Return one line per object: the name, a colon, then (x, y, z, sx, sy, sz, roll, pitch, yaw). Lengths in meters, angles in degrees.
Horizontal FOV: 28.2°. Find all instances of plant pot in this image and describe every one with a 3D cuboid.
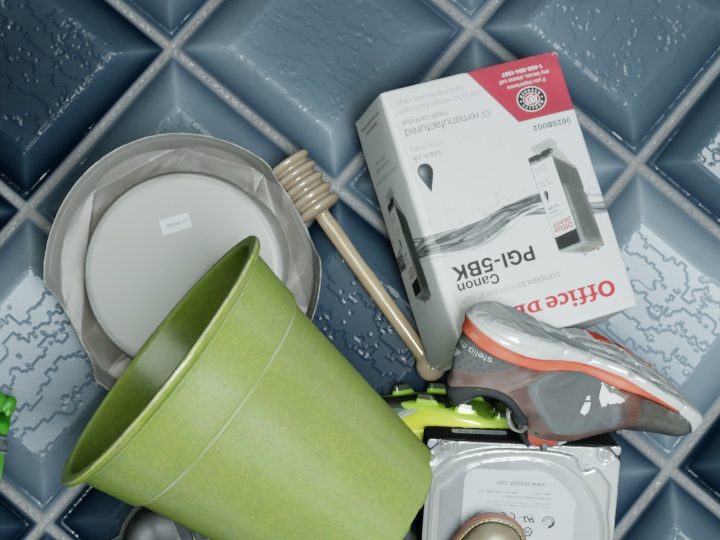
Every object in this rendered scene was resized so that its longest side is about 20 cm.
plant pot: (-0.059, 0.113, 0.941, 0.190, 0.200, 0.200, 39, 82, -11)

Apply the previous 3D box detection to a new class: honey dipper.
honey dipper: (0.000, 0.000, 1.080, 0.038, 0.038, 0.200, -34, 87, -7)

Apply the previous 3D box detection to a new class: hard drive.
hard drive: (0.108, 0.213, 1.026, 0.140, 0.038, 0.200, 3, 102, -3)

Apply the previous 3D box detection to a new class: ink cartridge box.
ink cartridge box: (0.099, -0.042, 1.056, 0.147, 0.083, 0.200, -16, 84, -15)

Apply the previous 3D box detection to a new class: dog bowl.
dog bowl: (-0.127, 0.001, 1.051, 0.200, 0.059, 0.200, 0, 89, 0)

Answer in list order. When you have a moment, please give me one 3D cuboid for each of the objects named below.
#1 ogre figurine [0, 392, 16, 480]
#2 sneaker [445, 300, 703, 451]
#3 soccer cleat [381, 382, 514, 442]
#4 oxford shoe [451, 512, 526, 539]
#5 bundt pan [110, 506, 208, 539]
ogre figurine: (-0.338, 0.158, 1.007, 0.200, 0.098, 0.120, -8, 87, -48)
sneaker: (0.142, 0.086, 0.992, 0.200, 0.077, 0.082, 21, 105, -21)
soccer cleat: (0.027, 0.128, 1.057, 0.200, 0.065, 0.084, 1, 97, -3)
oxford shoe: (0.073, 0.265, 0.977, 0.070, 0.075, 0.200, 14, 101, -5)
bundt pan: (-0.100, 0.244, 1.024, 0.202, 0.076, 0.202, 0, 82, -2)
